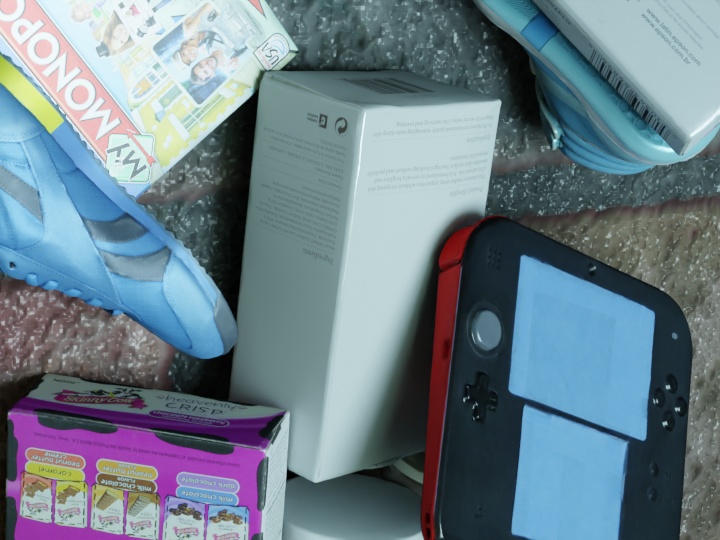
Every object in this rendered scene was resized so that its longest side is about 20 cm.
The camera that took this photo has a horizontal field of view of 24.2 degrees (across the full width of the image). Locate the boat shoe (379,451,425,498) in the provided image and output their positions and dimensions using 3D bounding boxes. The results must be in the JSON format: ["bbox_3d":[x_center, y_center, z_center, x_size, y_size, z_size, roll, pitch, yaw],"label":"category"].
[{"bbox_3d":[0.091,0.157,1.020,0.199,0.072,0.060,22,111,-28],"label":"boat shoe"}]

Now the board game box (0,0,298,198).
[{"bbox_3d":[-0.134,-0.140,0.809,0.135,0.029,0.200,-43,123,-11],"label":"board game box"}]

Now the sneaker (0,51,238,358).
[{"bbox_3d":[-0.141,-0.014,0.788,0.079,0.066,0.200,-51,119,-16],"label":"sneaker"}]

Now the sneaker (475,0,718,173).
[{"bbox_3d":[0.106,-0.131,0.919,0.079,0.131,0.200,-35,85,-7],"label":"sneaker"}]

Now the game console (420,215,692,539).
[{"bbox_3d":[0.110,0.077,0.893,0.199,0.031,0.178,22,64,-40],"label":"game console"}]

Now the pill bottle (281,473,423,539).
[{"bbox_3d":[-0.016,0.225,0.955,0.113,0.114,0.201,-2,109,-29],"label":"pill bottle"}]

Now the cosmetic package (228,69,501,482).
[{"bbox_3d":[0.000,0.000,0.890,0.112,0.081,0.201,-7,113,-46],"label":"cosmetic package"}]

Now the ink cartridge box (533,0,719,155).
[{"bbox_3d":[0.166,-0.194,0.832,0.200,0.043,0.197,-40,81,-5],"label":"ink cartridge box"}]

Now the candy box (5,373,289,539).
[{"bbox_3d":[-0.112,0.164,0.871,0.135,0.061,0.201,8,107,9],"label":"candy box"}]
